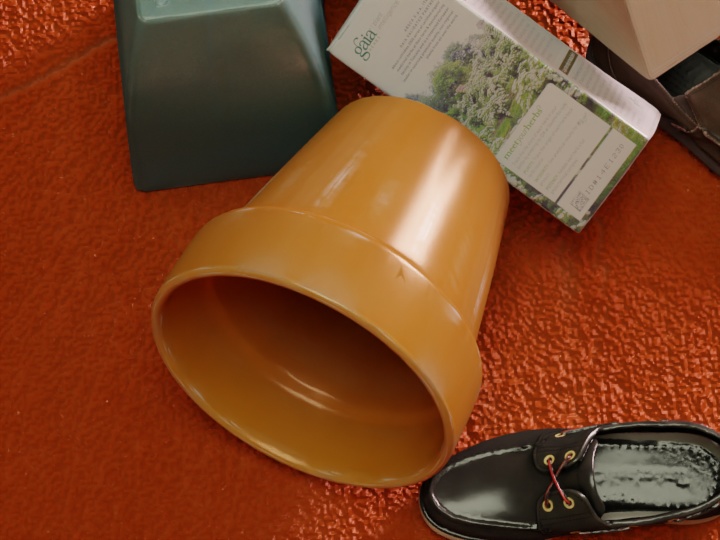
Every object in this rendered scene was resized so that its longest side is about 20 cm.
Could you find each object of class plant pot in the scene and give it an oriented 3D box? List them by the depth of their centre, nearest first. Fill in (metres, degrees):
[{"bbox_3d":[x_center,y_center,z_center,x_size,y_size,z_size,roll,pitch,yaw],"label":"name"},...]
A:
[{"bbox_3d":[0.000,0.000,1.503,0.199,0.201,0.184,23,57,9],"label":"plant pot"},{"bbox_3d":[-0.091,-0.159,1.545,0.140,0.200,0.142,-8,70,0],"label":"plant pot"}]

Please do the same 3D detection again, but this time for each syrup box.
[{"bbox_3d":[0.085,-0.120,1.554,0.200,0.081,0.079,36,110,0],"label":"syrup box"}]

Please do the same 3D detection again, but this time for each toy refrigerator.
[{"bbox_3d":[0.150,-0.210,1.574,0.070,0.076,0.200,-32,41,-9],"label":"toy refrigerator"}]

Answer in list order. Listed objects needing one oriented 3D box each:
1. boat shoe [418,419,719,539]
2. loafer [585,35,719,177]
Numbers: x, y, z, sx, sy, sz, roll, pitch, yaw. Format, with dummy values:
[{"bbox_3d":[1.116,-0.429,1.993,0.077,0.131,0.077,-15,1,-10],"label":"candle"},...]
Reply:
[{"bbox_3d":[0.135,0.127,1.512,0.200,0.063,0.074,-4,72,2],"label":"boat shoe"},{"bbox_3d":[0.234,-0.109,1.586,0.199,0.071,0.073,28,74,11],"label":"loafer"}]
